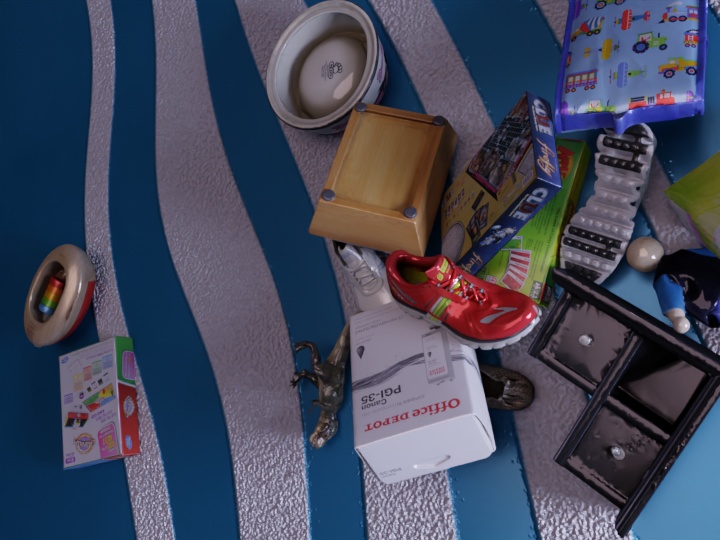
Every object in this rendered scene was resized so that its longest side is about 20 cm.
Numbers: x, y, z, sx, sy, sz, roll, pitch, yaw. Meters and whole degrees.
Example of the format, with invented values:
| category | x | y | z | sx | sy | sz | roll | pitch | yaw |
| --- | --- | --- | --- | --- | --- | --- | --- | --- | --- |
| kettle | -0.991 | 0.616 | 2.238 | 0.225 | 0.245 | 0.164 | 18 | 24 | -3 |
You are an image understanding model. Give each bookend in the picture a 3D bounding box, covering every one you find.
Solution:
| category | x | y | z | sx | sy | sz | roll | pitch | yaw |
| --- | --- | --- | --- | --- | --- | --- | --- | --- | --- |
| bookend | 0.257 | 0.132 | 0.717 | 0.199 | 0.092 | 0.201 | 35 | 105 | 27 |

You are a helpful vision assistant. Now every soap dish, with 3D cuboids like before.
| category | x | y | z | sx | sy | sz | roll | pitch | yaw |
| --- | --- | --- | --- | --- | --- | --- | --- | --- | --- |
| soap dish | 0.032 | -0.125 | 0.868 | 0.155 | 0.082 | 0.202 | 13 | 64 | 11 |

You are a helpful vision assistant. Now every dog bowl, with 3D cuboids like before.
| category | x | y | z | sx | sy | sz | roll | pitch | yaw |
| --- | --- | --- | --- | --- | --- | --- | --- | --- | --- |
| dog bowl | -0.045 | -0.298 | 1.004 | 0.198 | 0.074 | 0.203 | -7 | 76 | 28 |

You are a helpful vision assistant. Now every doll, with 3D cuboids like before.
| category | x | y | z | sx | sy | sz | roll | pitch | yaw |
| --- | --- | --- | --- | --- | --- | --- | --- | --- | --- |
| doll | 0.369 | 0.029 | 0.694 | 0.136 | 0.049 | 0.200 | -34 | 61 | -26 |

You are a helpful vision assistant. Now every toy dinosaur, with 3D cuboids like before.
| category | x | y | z | sx | sy | sz | roll | pitch | yaw |
| --- | --- | --- | --- | --- | --- | --- | --- | --- | --- |
| toy dinosaur | -0.055 | 0.143 | 0.933 | 0.087 | 0.047 | 0.203 | 15 | 96 | 18 |

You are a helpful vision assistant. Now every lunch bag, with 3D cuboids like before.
| category | x | y | z | sx | sy | sz | roll | pitch | yaw |
| --- | --- | --- | --- | --- | --- | --- | --- | --- | --- |
| lunch bag | 0.300 | -0.227 | 0.732 | 0.149 | 0.095 | 0.202 | 1 | 50 | 30 |

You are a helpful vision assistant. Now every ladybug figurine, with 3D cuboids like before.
| category | x | y | z | sx | sy | sz | roll | pitch | yaw |
| --- | --- | --- | --- | --- | --- | --- | --- | --- | --- |
| ladybug figurine | -0.554 | 0.050 | 1.227 | 0.135 | 0.072 | 0.202 | 31 | 95 | 30 |

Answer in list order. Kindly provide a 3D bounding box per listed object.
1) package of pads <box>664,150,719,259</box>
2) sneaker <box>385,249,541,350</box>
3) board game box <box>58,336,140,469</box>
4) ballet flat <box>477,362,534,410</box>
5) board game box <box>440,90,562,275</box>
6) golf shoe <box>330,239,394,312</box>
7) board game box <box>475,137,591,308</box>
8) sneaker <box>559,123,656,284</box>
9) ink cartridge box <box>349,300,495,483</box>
| category | x | y | z | sx | sy | sz | roll | pitch | yaw |
| --- | --- | --- | --- | --- | --- | --- | --- | --- | --- |
| package of pads | 0.399 | -0.076 | 0.641 | 0.154 | 0.200 | 0.068 | -39 | 102 | 17 |
| sneaker | 0.104 | 0.025 | 0.745 | 0.198 | 0.085 | 0.077 | 15 | 56 | 38 |
| board game box | -0.460 | 0.232 | 1.156 | 0.151 | 0.040 | 0.203 | -18 | 72 | 26 |
| ballet flat | 0.121 | 0.142 | 0.838 | 0.198 | 0.046 | 0.068 | 6 | 83 | 31 |
| board game box | 0.158 | -0.091 | 0.782 | 0.200 | 0.034 | 0.137 | 127 | 154 | -50 |
| golf shoe | 0.000 | 0.000 | 0.907 | 0.078 | 0.097 | 0.202 | -35 | 67 | 18 |
| board game box | 0.209 | -0.066 | 0.827 | 0.101 | 0.047 | 0.203 | 16 | 89 | 31 |
| sneaker | 0.295 | -0.074 | 0.769 | 0.075 | 0.081 | 0.203 | 28 | 114 | 30 |
| ink cartridge box | 0.068 | 0.130 | 0.789 | 0.145 | 0.083 | 0.202 | -20 | 40 | 14 |
